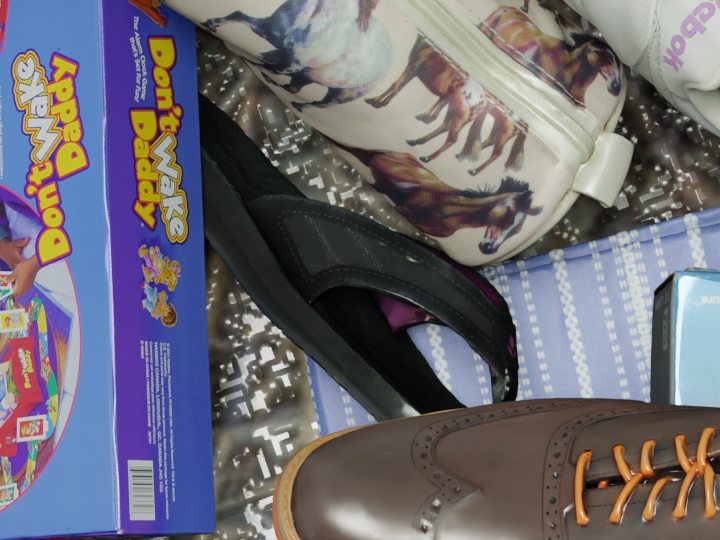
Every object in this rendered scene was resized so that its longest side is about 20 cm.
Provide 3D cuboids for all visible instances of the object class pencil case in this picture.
[{"bbox_3d":[-0.010,-0.086,0.848,0.200,0.089,0.078,40,83,-20],"label":"pencil case"}]

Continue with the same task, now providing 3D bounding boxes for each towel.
[{"bbox_3d":[0.091,0.059,0.937,0.200,0.024,0.145,-14,84,4],"label":"towel"}]

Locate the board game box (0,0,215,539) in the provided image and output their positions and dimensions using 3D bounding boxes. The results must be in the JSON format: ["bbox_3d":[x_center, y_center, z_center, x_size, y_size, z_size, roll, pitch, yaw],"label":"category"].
[{"bbox_3d":[-0.113,-0.015,0.910,0.134,0.045,0.200,-7,82,36],"label":"board game box"}]

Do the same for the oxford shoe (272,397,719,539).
[{"bbox_3d":[0.077,0.058,0.805,0.200,0.073,0.071,1,64,-5],"label":"oxford shoe"}]

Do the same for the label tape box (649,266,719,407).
[{"bbox_3d":[0.158,0.102,0.879,0.144,0.063,0.200,2,83,-2],"label":"label tape box"}]

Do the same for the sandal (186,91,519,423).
[{"bbox_3d":[-0.001,-0.001,0.896,0.048,0.075,0.200,-48,66,12],"label":"sandal"}]

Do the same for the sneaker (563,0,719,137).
[{"bbox_3d":[0.130,-0.051,0.850,0.075,0.200,0.100,-51,50,18],"label":"sneaker"}]
